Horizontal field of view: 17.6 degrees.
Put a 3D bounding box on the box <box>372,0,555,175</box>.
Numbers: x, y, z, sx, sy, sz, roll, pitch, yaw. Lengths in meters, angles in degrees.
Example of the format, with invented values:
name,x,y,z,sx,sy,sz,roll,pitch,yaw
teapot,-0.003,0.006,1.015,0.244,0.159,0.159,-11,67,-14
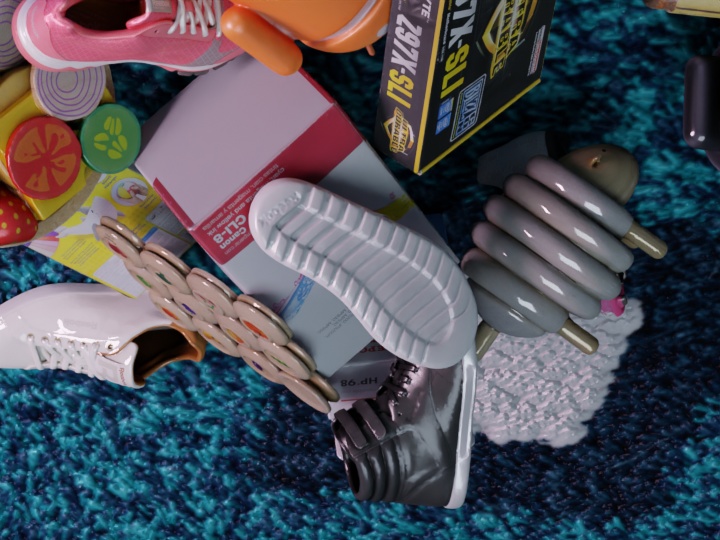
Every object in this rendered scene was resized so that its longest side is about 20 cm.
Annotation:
name,x,y,z,sx,sy,sz,roll,pitch,yaw
box,0.083,-0.188,1.674,0.160,0.049,0.200,-36,149,-37

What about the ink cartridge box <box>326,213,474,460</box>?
name,x,y,z,sx,sy,sz,roll,pitch,yaw
ink cartridge box,0.025,0.050,1.854,0.115,0.200,0.067,-5,136,-5

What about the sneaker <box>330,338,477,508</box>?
name,x,y,z,sx,sy,sz,roll,pitch,yaw
sneaker,0.030,0.092,1.749,0.099,0.071,0.201,-5,110,-17

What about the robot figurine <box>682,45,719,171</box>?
name,x,y,z,sx,sy,sz,roll,pitch,yaw
robot figurine,0.339,-0.125,1.778,0.199,0.150,0.125,3,127,-34

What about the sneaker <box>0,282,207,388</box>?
name,x,y,z,sx,sy,sz,roll,pitch,yaw
sneaker,-0.221,0.058,1.904,0.199,0.085,0.073,-11,137,3

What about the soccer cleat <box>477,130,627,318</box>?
name,x,y,z,sx,sy,sz,roll,pitch,yaw
soccer cleat,0.156,-0.034,1.896,0.086,0.070,0.200,-15,130,17

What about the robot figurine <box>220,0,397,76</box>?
name,x,y,z,sx,sy,sz,roll,pitch,yaw
robot figurine,-0.040,-0.227,1.628,0.116,0.144,0.200,-29,141,34

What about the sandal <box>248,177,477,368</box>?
name,x,y,z,sx,sy,sz,roll,pitch,yaw
sandal,0.005,-0.006,1.683,0.202,0.050,0.083,38,88,-22

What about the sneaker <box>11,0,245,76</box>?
name,x,y,z,sx,sy,sz,roll,pitch,yaw
sneaker,-0.142,-0.177,1.651,0.199,0.074,0.087,-9,179,-23

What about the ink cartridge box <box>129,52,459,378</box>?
name,x,y,z,sx,sy,sz,roll,pitch,yaw
ink cartridge box,-0.051,-0.049,1.757,0.145,0.145,0.200,-42,130,-2

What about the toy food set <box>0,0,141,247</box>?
name,x,y,z,sx,sy,sz,roll,pitch,yaw
toy food set,-0.257,-0.116,1.675,0.198,0.049,0.200,-43,118,-24

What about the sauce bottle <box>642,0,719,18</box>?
name,x,y,z,sx,sy,sz,roll,pitch,yaw
sauce bottle,0.310,-0.216,1.741,0.199,0.066,0.066,5,133,-16

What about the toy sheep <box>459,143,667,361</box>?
name,x,y,z,sx,sy,sz,roll,pitch,yaw
toy sheep,0.145,-0.012,1.780,0.138,0.138,0.200,35,88,-35

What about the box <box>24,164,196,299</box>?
name,x,y,z,sx,sy,sz,roll,pitch,yaw
box,-0.222,-0.062,1.811,0.200,0.048,0.117,27,125,-34

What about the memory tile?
name,x,y,z,sx,sy,sz,roll,pitch,yaw
memory tile,-0.110,0.035,1.778,0.017,0.200,0.153,-53,146,-14
